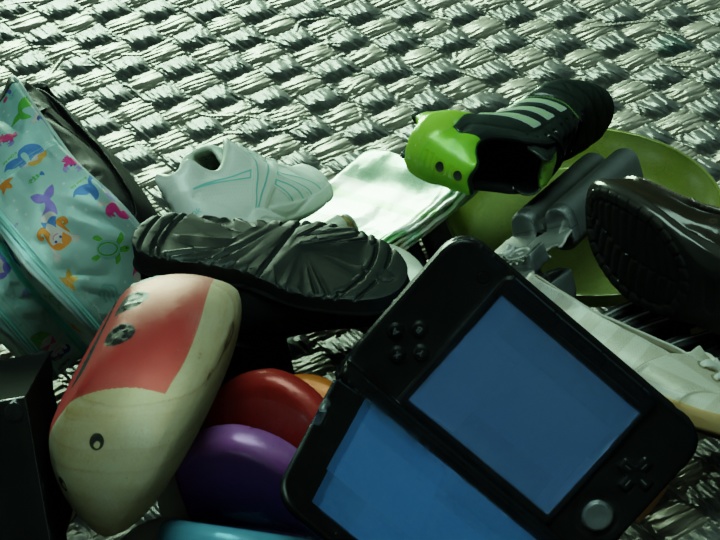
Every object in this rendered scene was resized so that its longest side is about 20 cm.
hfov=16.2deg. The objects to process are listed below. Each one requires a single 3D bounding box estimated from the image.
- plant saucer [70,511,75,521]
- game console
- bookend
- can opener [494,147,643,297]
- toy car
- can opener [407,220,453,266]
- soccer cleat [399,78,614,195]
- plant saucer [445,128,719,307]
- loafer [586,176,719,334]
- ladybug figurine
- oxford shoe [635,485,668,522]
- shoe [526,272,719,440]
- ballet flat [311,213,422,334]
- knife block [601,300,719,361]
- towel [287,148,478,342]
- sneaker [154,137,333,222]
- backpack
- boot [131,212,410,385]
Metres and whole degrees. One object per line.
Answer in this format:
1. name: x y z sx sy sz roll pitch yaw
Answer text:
1. plant saucer: -0.278 0.137 1.654 0.198 0.032 0.201 -4 36 3
2. game console: 0.079 0.112 1.463 0.171 0.200 0.118 -48 11 11
3. bookend: -0.218 0.163 1.509 0.091 0.200 0.200 -9 7 -2
4. can opener: 0.134 -0.016 1.711 0.053 0.067 0.200 -7 20 37
5. toy car: -0.056 0.141 1.501 0.174 0.151 0.200 7 38 19
6. can opener: 0.057 0.009 1.739 0.052 0.067 0.200 -11 31 -6
7. soccer cleat: 0.115 -0.085 1.740 0.199 0.068 0.081 -15 38 -42
8. plant saucer: 0.158 -0.033 1.789 0.198 0.031 0.201 -1 37 1
9. loafer: 0.226 -0.005 1.604 0.071 0.073 0.200 -26 44 -35
10. ladybug figurine: -0.129 0.068 1.486 0.072 0.136 0.200 32 33 -9
11. oxford shoe: 0.109 0.106 1.596 0.199 0.071 0.072 18 76 43
12. shoe: 0.179 0.059 1.560 0.199 0.054 0.070 22 -1 11
13. ballet flat: 0.000 0.000 1.648 0.072 0.072 0.200 -31 40 -28
14. knife block: 0.248 0.025 1.674 0.174 0.064 0.200 7 39 19
15. towel: -0.027 -0.021 1.782 0.200 0.023 0.152 -37 27 -22
16. sneaker: -0.077 -0.057 1.738 0.070 0.081 0.200 -30 1 21
17. backpack: -0.201 -0.014 1.725 0.151 0.178 0.200 -44 48 -9
18. boot: -0.057 0.051 1.615 0.197 0.163 0.073 8 37 19
